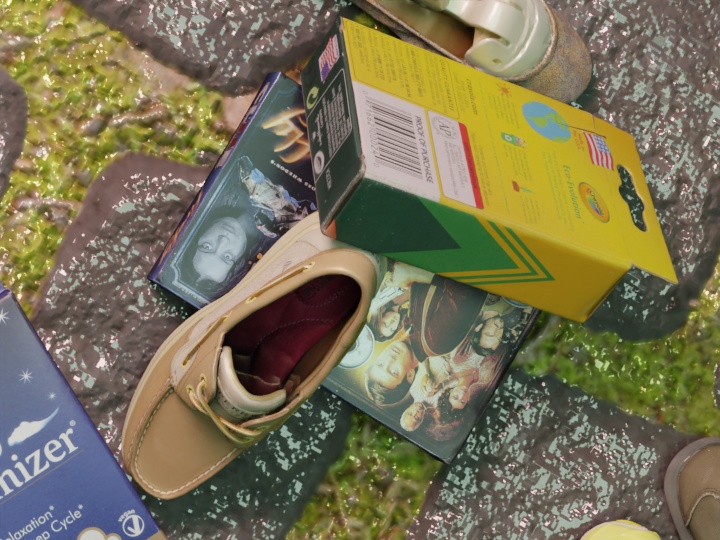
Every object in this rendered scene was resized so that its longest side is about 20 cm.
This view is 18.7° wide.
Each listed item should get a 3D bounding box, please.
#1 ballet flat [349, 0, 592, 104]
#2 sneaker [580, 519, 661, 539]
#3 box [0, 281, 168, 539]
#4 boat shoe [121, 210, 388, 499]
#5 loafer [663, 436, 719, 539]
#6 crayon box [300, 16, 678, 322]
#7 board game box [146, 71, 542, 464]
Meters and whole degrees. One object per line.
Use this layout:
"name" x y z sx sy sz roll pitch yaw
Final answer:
"ballet flat" 0.048 -0.147 1.212 0.199 0.067 0.068 25 85 -14
"sneaker" 0.140 0.244 1.231 0.075 0.105 0.201 7 90 -13
"box" -0.205 0.098 1.181 0.121 0.032 0.201 -33 98 -10
"boat shoe" -0.062 0.052 1.163 0.074 0.066 0.200 34 110 -13
"loafer" 0.239 0.194 1.271 0.075 0.070 0.201 -30 99 -11
"crayon box" 0.068 -0.049 1.181 0.199 0.127 0.051 19 129 -24
"board game box" 0.000 0.000 1.223 0.199 0.035 0.136 32 85 -13
